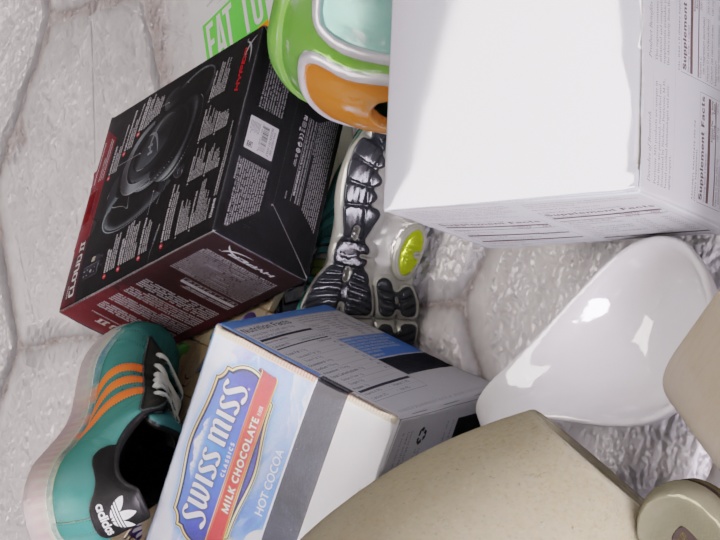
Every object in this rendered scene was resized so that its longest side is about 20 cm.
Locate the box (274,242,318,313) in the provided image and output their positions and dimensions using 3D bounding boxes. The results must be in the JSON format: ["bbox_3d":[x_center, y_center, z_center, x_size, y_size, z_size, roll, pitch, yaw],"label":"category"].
[{"bbox_3d":[-0.072,0.095,1.808,0.157,0.050,0.201,-25,62,51],"label":"box"}]

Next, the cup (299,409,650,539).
[{"bbox_3d":[0.082,0.158,1.458,0.143,0.200,0.200,-50,39,3],"label":"cup"}]

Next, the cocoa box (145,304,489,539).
[{"bbox_3d":[-0.031,0.138,1.622,0.131,0.133,0.201,26,106,24],"label":"cocoa box"}]

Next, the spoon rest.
[{"bbox_3d":[0.124,0.055,1.510,0.200,0.060,0.100,-42,49,45],"label":"spoon rest"}]

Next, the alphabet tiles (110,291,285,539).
[{"bbox_3d":[-0.108,0.077,1.740,0.201,0.006,0.166,-61,26,-5],"label":"alphabet tiles"}]

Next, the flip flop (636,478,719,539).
[{"bbox_3d":[0.192,0.186,1.349,0.200,0.057,0.081,55,130,22],"label":"flip flop"}]

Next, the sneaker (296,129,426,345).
[{"bbox_3d":[0.000,0.000,1.722,0.080,0.077,0.201,-144,71,-75],"label":"sneaker"}]

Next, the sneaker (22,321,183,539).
[{"bbox_3d":[-0.131,0.097,1.675,0.079,0.072,0.200,-11,31,22],"label":"sneaker"}]

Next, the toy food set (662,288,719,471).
[{"bbox_3d":[0.240,0.038,1.352,0.200,0.060,0.144,-56,39,20],"label":"toy food set"}]

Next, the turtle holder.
[{"bbox_3d":[0.040,-0.158,1.645,0.132,0.185,0.141,35,147,39],"label":"turtle holder"}]

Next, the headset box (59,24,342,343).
[{"bbox_3d":[-0.103,-0.044,1.758,0.200,0.077,0.150,-27,42,49],"label":"headset box"}]

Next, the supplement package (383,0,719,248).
[{"bbox_3d":[0.107,-0.123,1.489,0.155,0.111,0.201,-4,78,33],"label":"supplement package"}]

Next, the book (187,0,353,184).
[{"bbox_3d":[-0.060,-0.114,1.852,0.133,0.048,0.201,-34,59,50],"label":"book"}]
